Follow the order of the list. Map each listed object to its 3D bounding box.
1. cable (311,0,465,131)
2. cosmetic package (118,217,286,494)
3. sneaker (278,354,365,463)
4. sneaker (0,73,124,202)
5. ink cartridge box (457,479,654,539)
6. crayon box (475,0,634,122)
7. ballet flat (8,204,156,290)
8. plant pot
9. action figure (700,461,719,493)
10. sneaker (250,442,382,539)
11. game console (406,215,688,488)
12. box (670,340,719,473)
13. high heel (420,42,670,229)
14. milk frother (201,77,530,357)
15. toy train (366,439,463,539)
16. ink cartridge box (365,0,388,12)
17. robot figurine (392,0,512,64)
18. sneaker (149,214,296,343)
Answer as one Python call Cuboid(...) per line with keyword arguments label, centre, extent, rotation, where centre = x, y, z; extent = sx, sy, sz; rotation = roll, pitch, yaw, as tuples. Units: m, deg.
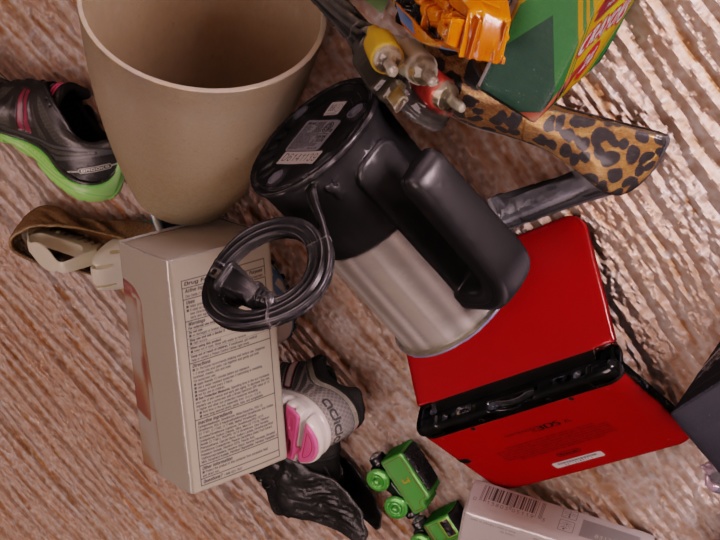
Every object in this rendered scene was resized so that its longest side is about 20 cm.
Cuboid(label="cable", centre=(0.016, -0.168, 1.027), extent=(0.050, 0.097, 0.200), rotation=(-47, 42, 19))
Cuboid(label="cosmetic package", centre=(-0.130, 0.067, 1.193), extent=(0.087, 0.103, 0.201), rotation=(19, 117, 50))
Cuboid(label="sneaker", centre=(-0.067, 0.110, 1.290), extent=(0.199, 0.087, 0.074), rotation=(21, 122, 50))
Cuboid(label="sneaker", centre=(-0.285, -0.143, 1.300), extent=(0.199, 0.077, 0.084), rotation=(34, 111, 9))
Cuboid(label="ink cartridge box", centre=(0.154, 0.290, 1.246), extent=(0.160, 0.050, 0.201), rotation=(16, 125, 13))
Cuboid(label="crayon box", centre=(0.157, -0.206, 0.934), extent=(0.051, 0.127, 0.201), rotation=(34, 129, 12))
Cuboid(label="ballet flat", centre=(-0.245, -0.016, 1.332), extent=(0.199, 0.072, 0.068), rotation=(15, 123, 25))
Cuboid(label="plant pot", centre=(-0.132, -0.136, 1.144), extent=(0.187, 0.187, 0.201), rotation=(32, 142, 14))
Cuboid(label="action figure", centre=(0.337, 0.220, 1.095), extent=(0.148, 0.135, 0.200), rotation=(20, 156, -32))
Cuboid(label="sneaker", centre=(-0.077, 0.186, 1.343), extent=(0.199, 0.060, 0.105), rotation=(7, 114, 26))
Cuboid(label="game console", centre=(0.145, 0.074, 1.167), extent=(0.199, 0.119, 0.172), rotation=(-22, 133, 39))
Cuboid(label="box", centre=(0.328, 0.043, 0.924), extent=(0.104, 0.182, 0.200), rotation=(48, 130, 1))
Cuboid(label="high heel", centre=(0.129, -0.139, 1.038), extent=(0.142, 0.071, 0.201), rotation=(-20, 101, 27))
Cuboid(label="milk frother", centre=(0.000, 0.000, 1.053), extent=(0.188, 0.200, 0.180), rotation=(47, 176, -27))
Cuboid(label="toy train", centre=(0.077, 0.240, 1.290), extent=(0.056, 0.042, 0.201), rotation=(-31, 96, 29))
Cuboid(label="ink cartridge box", centre=(-0.044, -0.298, 1.066), extent=(0.200, 0.048, 0.146), rotation=(39, 129, 12))
Cuboid(label="robot figurine", centre=(0.055, -0.219, 0.955), extent=(0.200, 0.058, 0.146), rotation=(-126, 48, -56))
Cuboid(label="sneaker", centre=(-0.131, -0.013, 1.263), extent=(0.072, 0.072, 0.200), rotation=(-32, 97, 38))
